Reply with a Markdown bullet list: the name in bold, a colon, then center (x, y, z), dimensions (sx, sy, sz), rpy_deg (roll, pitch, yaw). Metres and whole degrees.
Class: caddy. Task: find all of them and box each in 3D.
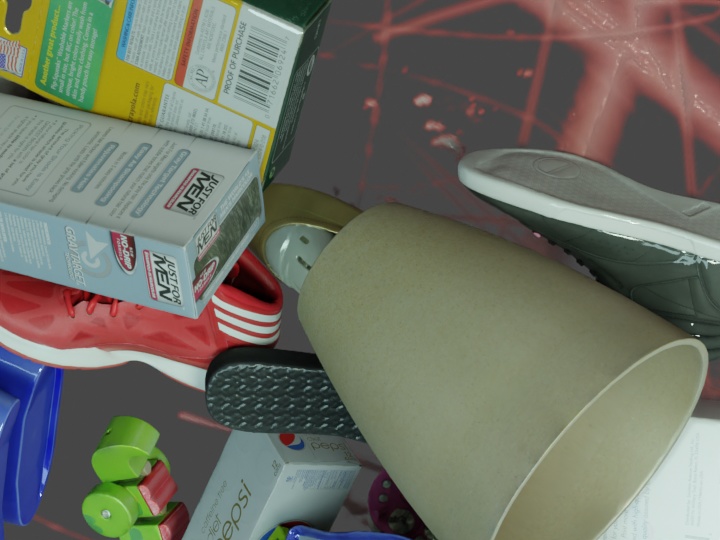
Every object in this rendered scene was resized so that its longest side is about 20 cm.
- **caddy**: center (-0.280, 0.118, 1.655), dimensions (0.105, 0.141, 0.201), rpy_deg (19, 126, 9)

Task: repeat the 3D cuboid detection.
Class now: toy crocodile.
- **toy crocodile**: center (-0.143, 0.188, 1.680), dimensions (0.062, 0.068, 0.201), rpy_deg (-2, 119, 27)

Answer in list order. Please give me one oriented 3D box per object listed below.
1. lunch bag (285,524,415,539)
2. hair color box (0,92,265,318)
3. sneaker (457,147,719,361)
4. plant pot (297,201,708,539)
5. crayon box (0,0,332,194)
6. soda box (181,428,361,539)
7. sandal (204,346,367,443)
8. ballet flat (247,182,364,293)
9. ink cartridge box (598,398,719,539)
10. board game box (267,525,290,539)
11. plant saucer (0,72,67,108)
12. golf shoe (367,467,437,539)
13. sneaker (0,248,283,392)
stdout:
- **lunch bag**: center (0.059, 0.238, 1.468), dimensions (0.170, 0.124, 0.200), rpy_deg (30, 156, -37)
- **hair color box**: center (-0.169, -0.043, 1.466), dimensions (0.199, 0.099, 0.061), rpy_deg (13, 134, 21)
- **sneaker**: center (0.145, -0.004, 1.419), dimensions (0.199, 0.071, 0.099), rpy_deg (18, 121, 9)
- **plant pot**: center (0.064, 0.054, 1.379), dimensions (0.200, 0.187, 0.188), rpy_deg (40, 131, 24)
- **crayon box**: center (-0.127, -0.146, 1.472), dimensions (0.199, 0.052, 0.126), rpy_deg (24, 128, 9)
- **soda box**: center (-0.075, 0.185, 1.611), dimensions (0.068, 0.063, 0.200), rpy_deg (54, 128, 43)
- **sandal**: center (0.001, 0.073, 1.535), dimensions (0.200, 0.048, 0.076), rpy_deg (9, 125, -8)
- **ballet flat**: center (0.000, 0.000, 1.496), dimensions (0.199, 0.063, 0.069), rpy_deg (19, 128, 14)
- **ink cartridge box**: center (0.169, 0.136, 1.478), dimensions (0.199, 0.067, 0.118), rpy_deg (6, 100, 22)
- **board game box**: center (-0.066, 0.267, 1.602), dimensions (0.101, 0.048, 0.200), rpy_deg (20, 115, -41)
- **plant saucer**: center (-0.234, -0.055, 1.584), dimensions (0.199, 0.032, 0.201), rpy_deg (12, 130, 15)
- **golf shoe**: center (0.096, 0.189, 1.578), dimensions (0.199, 0.075, 0.092), rpy_deg (26, 153, 4)
- **sneaker**: center (-0.143, 0.007, 1.522), dimensions (0.199, 0.079, 0.116), rpy_deg (10, 136, -11)
